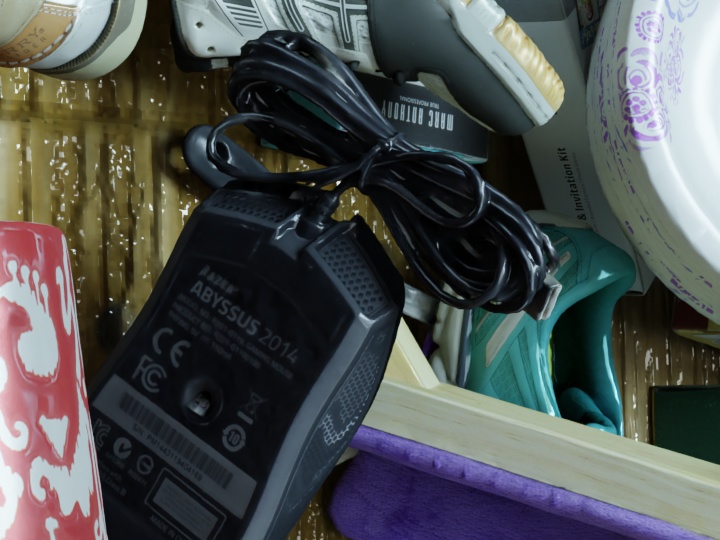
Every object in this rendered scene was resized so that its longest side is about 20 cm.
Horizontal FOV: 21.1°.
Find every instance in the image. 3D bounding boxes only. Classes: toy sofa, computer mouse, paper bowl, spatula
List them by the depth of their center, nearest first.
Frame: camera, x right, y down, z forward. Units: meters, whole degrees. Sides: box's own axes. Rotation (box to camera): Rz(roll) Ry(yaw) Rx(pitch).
[{"bbox_3d":[-0.029,0.033,0.666,0.200,0.138,0.053,-55,158,12],"label":"computer mouse"},{"bbox_3d":[0.073,0.084,0.703,0.083,0.200,0.098,-13,119,-71],"label":"toy sofa"},{"bbox_3d":[0.188,-0.066,0.761,0.201,0.104,0.201,1,83,-5],"label":"paper bowl"},{"bbox_3d":[0.000,0.000,0.772,0.200,0.021,0.057,36,69,-34],"label":"spatula"}]

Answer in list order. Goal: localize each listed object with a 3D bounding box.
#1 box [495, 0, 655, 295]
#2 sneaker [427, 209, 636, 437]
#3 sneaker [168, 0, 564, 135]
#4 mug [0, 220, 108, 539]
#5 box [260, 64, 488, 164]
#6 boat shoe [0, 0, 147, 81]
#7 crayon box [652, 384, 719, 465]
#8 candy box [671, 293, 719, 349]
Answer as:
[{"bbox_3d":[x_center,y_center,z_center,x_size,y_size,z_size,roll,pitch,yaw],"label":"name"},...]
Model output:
[{"bbox_3d":[0.112,-0.115,0.828,0.156,0.041,0.200,-54,134,-39],"label":"box"},{"bbox_3d":[0.065,0.076,0.775,0.077,0.080,0.200,-3,103,-48],"label":"sneaker"},{"bbox_3d":[-0.024,-0.097,0.692,0.200,0.076,0.088,35,94,-2],"label":"sneaker"},{"bbox_3d":[-0.134,0.089,0.555,0.178,0.133,0.200,50,35,-84],"label":"mug"},{"bbox_3d":[0.009,-0.144,0.772,0.082,0.049,0.200,8,81,-42],"label":"box"},{"bbox_3d":[-0.113,-0.165,0.630,0.068,0.075,0.200,8,71,-62],"label":"boat shoe"},{"bbox_3d":[0.199,0.155,0.921,0.126,0.052,0.200,3,85,-42],"label":"crayon box"},{"bbox_3d":[0.211,-0.013,0.905,0.200,0.056,0.117,18,76,-56],"label":"candy box"}]
